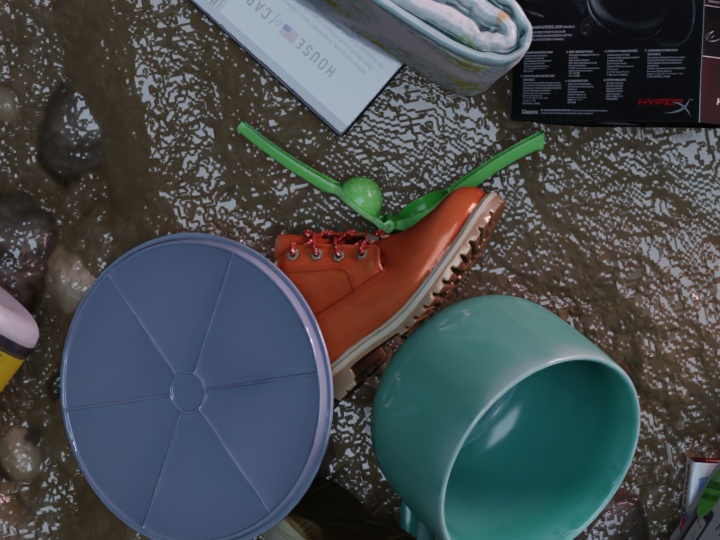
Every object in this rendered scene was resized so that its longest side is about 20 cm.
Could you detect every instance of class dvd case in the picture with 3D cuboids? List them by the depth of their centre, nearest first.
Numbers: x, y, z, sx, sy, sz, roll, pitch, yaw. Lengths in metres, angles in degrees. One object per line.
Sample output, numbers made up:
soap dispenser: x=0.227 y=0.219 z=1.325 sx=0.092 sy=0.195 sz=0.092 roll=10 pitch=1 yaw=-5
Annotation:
dvd case: x=-0.002 y=-0.211 z=1.334 sx=0.150 sy=0.025 sz=0.200 roll=41 pitch=91 yaw=-3

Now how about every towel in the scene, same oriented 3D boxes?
towel: x=0.007 y=-0.177 z=1.238 sx=0.199 sy=0.171 sz=0.048 roll=33 pitch=89 yaw=-3

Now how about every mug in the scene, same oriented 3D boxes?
mug: x=0.071 y=0.103 z=1.285 sx=0.185 sy=0.114 sz=0.152 roll=-41 pitch=133 yaw=-7

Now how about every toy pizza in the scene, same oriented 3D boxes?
toy pizza: x=-0.103 y=0.077 z=1.309 sx=0.199 sy=0.032 sz=0.202 roll=1 pitch=92 yaw=25

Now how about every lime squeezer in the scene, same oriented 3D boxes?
lime squeezer: x=0.018 y=-0.057 z=1.325 sx=0.198 sy=0.038 sz=0.071 roll=3 pitch=124 yaw=1

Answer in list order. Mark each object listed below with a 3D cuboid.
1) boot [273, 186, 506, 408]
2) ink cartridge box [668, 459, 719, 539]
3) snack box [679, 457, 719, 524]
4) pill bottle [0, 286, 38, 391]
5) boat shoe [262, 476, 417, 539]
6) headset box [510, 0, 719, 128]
boot: x=0.000 y=0.000 z=1.301 sx=0.200 sy=0.075 sz=0.107 roll=-43 pitch=84 yaw=18
ink cartridge box: x=0.264 y=0.223 z=1.277 sx=0.145 sy=0.147 sz=0.201 roll=29 pitch=101 yaw=-7
snack box: x=0.312 y=0.169 z=1.357 sx=0.198 sy=0.024 sz=0.073 roll=5 pitch=94 yaw=-2
pill bottle: x=-0.302 y=0.084 z=1.290 sx=0.112 sy=0.112 sz=0.200 roll=37 pitch=91 yaw=-3
boat shoe: x=-0.006 y=0.192 z=1.271 sx=0.073 sy=0.200 sz=0.067 roll=-7 pitch=110 yaw=-20
headset box: x=0.175 y=-0.190 z=1.276 sx=0.077 sy=0.148 sz=0.202 roll=1 pitch=92 yaw=-47
